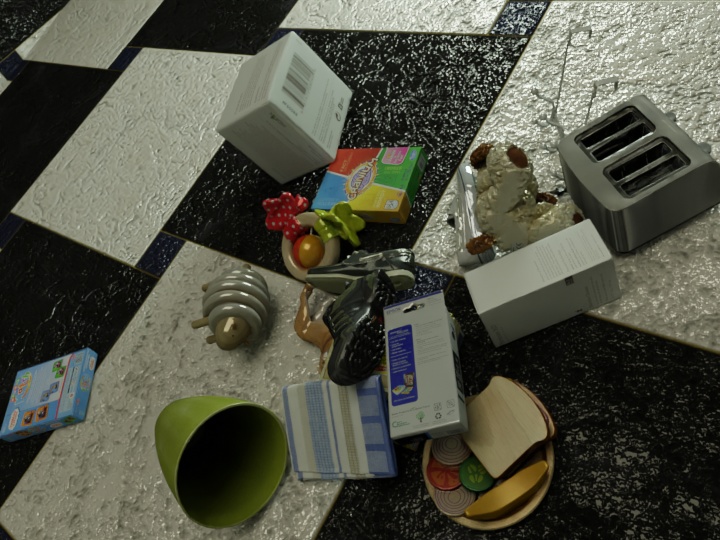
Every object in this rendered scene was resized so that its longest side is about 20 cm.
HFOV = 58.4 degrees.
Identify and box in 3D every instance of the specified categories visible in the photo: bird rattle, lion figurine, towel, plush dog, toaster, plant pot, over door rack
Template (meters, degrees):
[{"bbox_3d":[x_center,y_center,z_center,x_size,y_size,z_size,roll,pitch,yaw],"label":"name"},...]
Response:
[{"bbox_3d":[-0.100,-0.061,1.198,0.198,0.112,0.165,7,93,24],"label":"bird rattle"},{"bbox_3d":[-0.064,0.106,1.104,0.199,0.072,0.123,27,87,54],"label":"lion figurine"},{"bbox_3d":[-0.035,0.234,0.952,0.199,0.024,0.149,-15,83,37],"label":"towel"},{"bbox_3d":[0.235,-0.111,1.016,0.160,0.200,0.172,-40,19,30],"label":"plush dog"},{"bbox_3d":[0.406,-0.143,0.969,0.199,0.119,0.182,-29,48,9],"label":"toaster"},{"bbox_3d":[-0.245,0.276,1.025,0.199,0.187,0.188,11,63,51],"label":"plant pot"},{"bbox_3d":[0.332,-0.272,1.051,0.066,0.201,0.149,0,53,-8],"label":"over door rack"}]

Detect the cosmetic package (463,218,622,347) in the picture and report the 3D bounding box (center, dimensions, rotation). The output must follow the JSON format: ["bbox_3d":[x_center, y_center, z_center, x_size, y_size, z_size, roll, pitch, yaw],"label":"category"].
[{"bbox_3d":[0.264,0.022,0.940,0.199,0.113,0.082,-27,49,12],"label":"cosmetic package"}]

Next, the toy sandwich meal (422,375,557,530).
[{"bbox_3d":[0.169,0.243,0.866,0.203,0.070,0.207,-15,53,20],"label":"toy sandwich meal"}]

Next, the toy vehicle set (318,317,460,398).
[{"bbox_3d":[0.041,0.124,0.957,0.198,0.027,0.125,2,59,34],"label":"toy vehicle set"}]

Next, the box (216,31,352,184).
[{"bbox_3d":[-0.153,-0.330,1.337,0.170,0.200,0.201,-15,51,39],"label":"box"}]

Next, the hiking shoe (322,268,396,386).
[{"bbox_3d":[-0.014,0.090,0.955,0.100,0.076,0.201,-16,35,38],"label":"hiking shoe"}]

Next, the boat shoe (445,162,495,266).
[{"bbox_3d":[0.175,-0.098,1.097,0.066,0.074,0.202,-17,52,17],"label":"boat shoe"}]

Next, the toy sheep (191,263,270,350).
[{"bbox_3d":[-0.229,0.061,1.181,0.137,0.138,0.201,-17,46,18],"label":"toy sheep"}]

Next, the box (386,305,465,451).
[{"bbox_3d":[0.086,0.159,0.971,0.064,0.070,0.201,11,65,35],"label":"box"}]

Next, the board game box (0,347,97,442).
[{"bbox_3d":[-0.647,0.258,1.338,0.198,0.037,0.153,-17,52,17],"label":"board game box"}]

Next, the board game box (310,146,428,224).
[{"bbox_3d":[0.017,-0.167,1.256,0.198,0.040,0.154,4,61,32],"label":"board game box"}]

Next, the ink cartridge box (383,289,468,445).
[{"bbox_3d":[0.085,0.129,0.879,0.099,0.039,0.202,-18,52,22],"label":"ink cartridge box"}]

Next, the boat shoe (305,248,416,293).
[{"bbox_3d":[0.000,0.000,1.128,0.198,0.072,0.068,-5,62,17],"label":"boat shoe"}]
